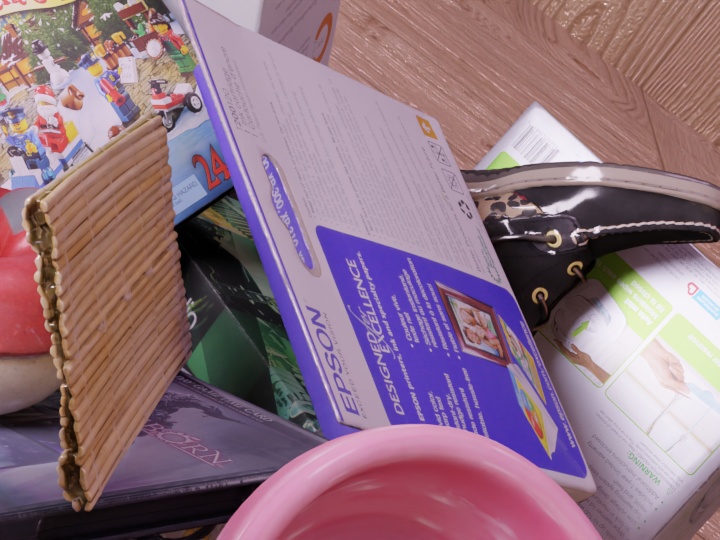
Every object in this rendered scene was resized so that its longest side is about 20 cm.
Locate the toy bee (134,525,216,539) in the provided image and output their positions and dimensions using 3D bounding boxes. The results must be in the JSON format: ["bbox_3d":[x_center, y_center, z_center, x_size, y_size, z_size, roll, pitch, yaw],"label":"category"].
[{"bbox_3d":[-0.004,0.135,0.822,0.199,0.109,0.132,25,61,-4],"label":"toy bee"}]

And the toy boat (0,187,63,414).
[{"bbox_3d":[-0.181,-0.032,0.757,0.198,0.132,0.131,5,16,-21],"label":"toy boat"}]

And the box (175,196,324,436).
[{"bbox_3d":[-0.028,0.034,1.004,0.144,0.036,0.200,23,20,-47],"label":"box"}]

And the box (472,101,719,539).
[{"bbox_3d":[0.109,0.049,1.175,0.200,0.177,0.097,43,5,19],"label":"box"}]

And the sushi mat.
[{"bbox_3d":[-0.081,0.006,0.765,0.012,0.097,0.200,-4,11,6],"label":"sushi mat"}]

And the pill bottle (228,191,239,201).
[{"bbox_3d":[-0.038,-0.035,1.207,0.116,0.116,0.199,48,18,31],"label":"pill bottle"}]

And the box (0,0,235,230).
[{"bbox_3d":[-0.143,-0.051,0.915,0.200,0.038,0.137,-38,93,-42],"label":"box"}]

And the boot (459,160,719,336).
[{"bbox_3d":[0.077,0.028,1.097,0.198,0.152,0.073,-1,-12,9],"label":"boot"}]

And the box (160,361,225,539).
[{"bbox_3d":[-0.043,0.083,0.988,0.200,0.048,0.158,38,15,0],"label":"box"}]

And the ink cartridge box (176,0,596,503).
[{"bbox_3d":[0.000,0.000,0.928,0.200,0.043,0.199,22,41,-55],"label":"ink cartridge box"}]

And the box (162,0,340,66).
[{"bbox_3d":[-0.063,-0.161,1.031,0.097,0.201,0.125,20,36,11],"label":"box"}]

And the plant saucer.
[{"bbox_3d":[0.013,0.152,0.746,0.200,0.202,0.051,29,-26,-32],"label":"plant saucer"}]

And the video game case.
[{"bbox_3d":[-0.114,0.058,0.767,0.142,0.019,0.199,21,18,41],"label":"video game case"}]
